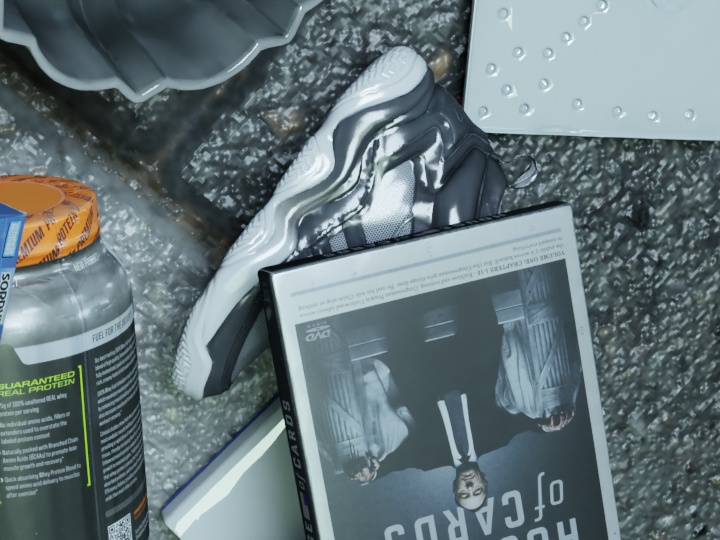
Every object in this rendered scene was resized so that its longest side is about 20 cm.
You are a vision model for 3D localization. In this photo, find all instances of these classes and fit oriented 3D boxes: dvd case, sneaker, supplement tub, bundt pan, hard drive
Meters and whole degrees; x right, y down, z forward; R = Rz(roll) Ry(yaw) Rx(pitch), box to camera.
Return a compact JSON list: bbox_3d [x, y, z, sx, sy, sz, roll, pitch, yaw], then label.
[{"bbox_3d":[0.042,0.081,0.838,0.150,0.025,0.200,-13,100,-18],"label":"dvd case"},{"bbox_3d":[0.000,0.000,0.876,0.114,0.075,0.200,36,93,-2],"label":"sneaker"},{"bbox_3d":[-0.163,0.063,0.846,0.122,0.123,0.200,-5,108,-11],"label":"supplement tub"},{"bbox_3d":[-0.088,-0.177,0.753,0.202,0.076,0.202,-22,133,-26],"label":"bundt pan"},{"bbox_3d":[0.013,0.099,0.950,0.200,0.025,0.132,-44,111,3],"label":"hard drive"}]

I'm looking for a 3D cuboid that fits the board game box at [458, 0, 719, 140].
[{"bbox_3d":[0.152,-0.166,0.899,0.199,0.026,0.200,1,107,-14],"label":"board game box"}]

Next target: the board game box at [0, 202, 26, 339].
[{"bbox_3d":[-0.235,0.008,0.785,0.034,0.200,0.136,-5,114,-54],"label":"board game box"}]
